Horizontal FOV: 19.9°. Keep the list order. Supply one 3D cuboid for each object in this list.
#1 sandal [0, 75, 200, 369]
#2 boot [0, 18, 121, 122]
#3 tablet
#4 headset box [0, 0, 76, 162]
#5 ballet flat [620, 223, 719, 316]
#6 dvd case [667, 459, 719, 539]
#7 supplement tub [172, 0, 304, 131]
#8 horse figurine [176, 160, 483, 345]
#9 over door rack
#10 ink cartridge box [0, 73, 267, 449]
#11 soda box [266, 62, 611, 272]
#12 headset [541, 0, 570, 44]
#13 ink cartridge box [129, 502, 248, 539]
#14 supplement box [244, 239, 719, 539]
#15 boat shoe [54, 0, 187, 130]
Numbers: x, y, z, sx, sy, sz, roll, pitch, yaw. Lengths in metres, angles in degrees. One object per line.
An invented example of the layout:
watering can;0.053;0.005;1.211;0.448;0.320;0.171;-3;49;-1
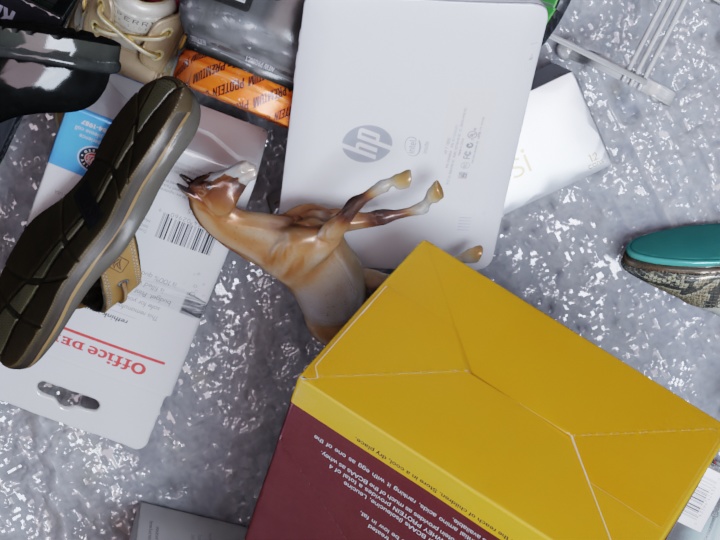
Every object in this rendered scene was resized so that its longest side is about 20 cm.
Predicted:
sandal;-0.140;-0.019;1.131;0.054;0.082;0.200;25;111;-33
boot;-0.227;-0.055;1.098;0.209;0.079;0.159;1;100;10
tablet;0.024;-0.073;1.130;0.129;0.014;0.201;2;135;-7
headset box;-0.283;-0.104;1.175;0.173;0.093;0.201;27;104;-9
ballet flat;0.262;-0.004;1.266;0.199;0.068;0.076;-17;115;-4
dvd case;0.264;0.219;1.318;0.199;0.022;0.147;25;96;-9
supplement tub;-0.027;-0.183;1.161;0.122;0.123;0.201;21;93;-8
horse figurine;0.000;0.000;1.156;0.132;0.050;0.200;-18;140;20
over door rack;0.129;-0.207;1.225;0.199;0.067;0.148;27;95;6
ink cartridge box;-0.143;-0.005;1.208;0.115;0.068;0.201;21;117;-7
soda box;0.045;-0.054;1.233;0.199;0.068;0.064;-25;101;0
headset;0.054;-0.186;1.114;0.094;0.200;0.124;25;91;31
ink cartridge box;-0.055;0.238;1.240;0.199;0.125;0.129;15;98;-7
supplement box;0.057;0.134;1.112;0.197;0.133;0.201;32;136;12
boat shoe;-0.131;-0.159;1.201;0.073;0.069;0.201;18;97;-8
